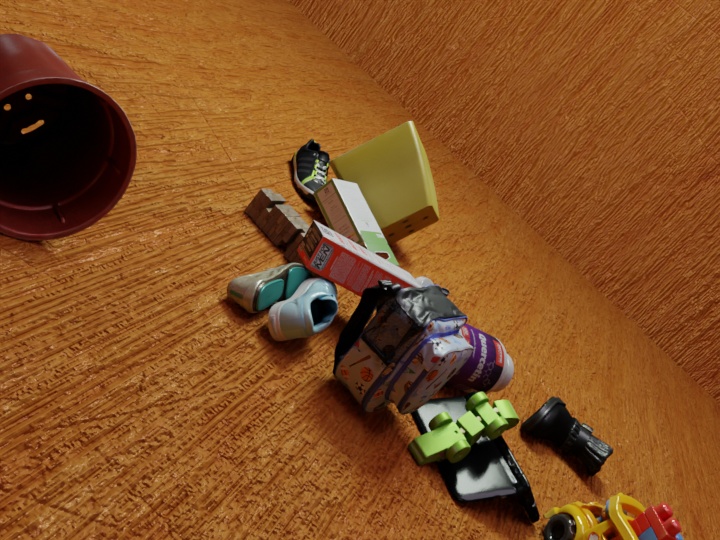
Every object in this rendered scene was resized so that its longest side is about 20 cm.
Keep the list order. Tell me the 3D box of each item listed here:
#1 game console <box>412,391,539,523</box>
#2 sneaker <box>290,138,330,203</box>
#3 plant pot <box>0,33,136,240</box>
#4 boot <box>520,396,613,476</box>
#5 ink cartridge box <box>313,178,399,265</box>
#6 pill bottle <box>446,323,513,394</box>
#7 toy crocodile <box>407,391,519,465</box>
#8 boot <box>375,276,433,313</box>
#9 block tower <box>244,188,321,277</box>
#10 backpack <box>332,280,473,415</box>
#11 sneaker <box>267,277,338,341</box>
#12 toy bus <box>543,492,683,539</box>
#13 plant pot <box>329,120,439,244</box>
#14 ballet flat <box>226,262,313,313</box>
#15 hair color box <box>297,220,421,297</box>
[{"bbox_3d":[0.181,0.303,1.354,0.201,0.115,0.177,63,-1,45],"label":"game console"},{"bbox_3d":[-0.100,-0.218,1.814,0.071,0.083,0.201,27,25,-34],"label":"sneaker"},{"bbox_3d":[-0.395,-0.174,1.019,0.199,0.202,0.195,20,19,-46],"label":"plant pot"},{"bbox_3d":[0.404,0.325,1.646,0.158,0.080,0.210,50,20,21],"label":"boot"},{"bbox_3d":[-0.009,-0.082,1.714,0.103,0.059,0.203,3,56,-61],"label":"ink cartridge box"},{"bbox_3d":[0.188,0.156,1.534,0.198,0.113,0.113,25,25,-39],"label":"pill bottle"},{"bbox_3d":[0.159,0.244,1.291,0.197,0.062,0.068,-21,54,-29],"label":"toy crocodile"},{"bbox_3d":[0.068,0.106,1.474,0.074,0.094,0.203,46,46,-36],"label":"boot"},{"bbox_3d":[-0.113,-0.055,1.487,0.201,0.058,0.054,49,21,15],"label":"block tower"},{"bbox_3d":[0.060,0.122,1.248,0.155,0.190,0.199,55,23,23],"label":"backpack"},{"bbox_3d":[-0.061,0.059,1.278,0.200,0.080,0.075,-42,124,-63],"label":"sneaker"},{"bbox_3d":[0.393,0.408,1.281,0.134,0.193,0.201,29,21,-26],"label":"toy bus"},{"bbox_3d":[0.072,-0.173,1.856,0.179,0.197,0.200,67,7,16],"label":"plant pot"},{"bbox_3d":[-0.135,0.019,1.285,0.061,0.069,0.199,17,9,19],"label":"ballet flat"},{"bbox_3d":[0.000,0.000,1.392,0.198,0.062,0.102,29,9,-19],"label":"hair color box"}]
